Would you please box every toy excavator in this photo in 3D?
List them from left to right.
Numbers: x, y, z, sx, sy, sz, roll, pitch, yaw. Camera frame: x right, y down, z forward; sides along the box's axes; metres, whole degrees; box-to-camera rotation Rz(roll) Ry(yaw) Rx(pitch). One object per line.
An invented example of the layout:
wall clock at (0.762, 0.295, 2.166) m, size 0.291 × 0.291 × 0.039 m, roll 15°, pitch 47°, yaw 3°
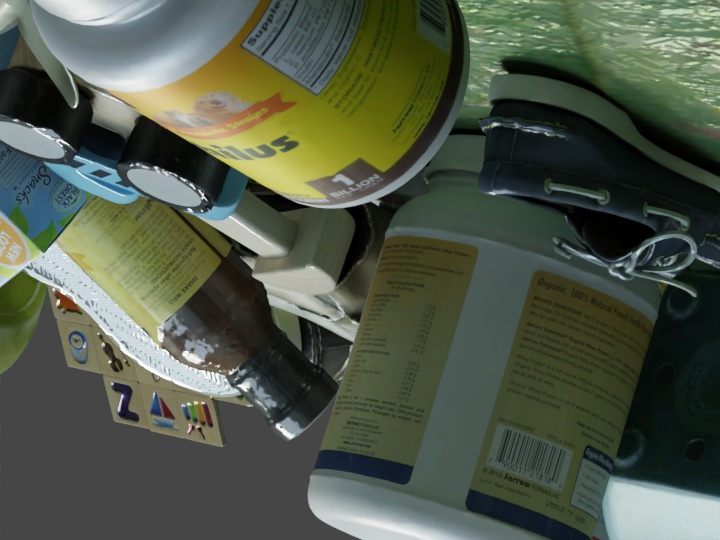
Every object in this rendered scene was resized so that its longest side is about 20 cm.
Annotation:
toy excavator at (-0.083, -0.061, 1.403) m, size 0.193 × 0.100 × 0.200 m, roll 21°, pitch 164°, yaw -6°

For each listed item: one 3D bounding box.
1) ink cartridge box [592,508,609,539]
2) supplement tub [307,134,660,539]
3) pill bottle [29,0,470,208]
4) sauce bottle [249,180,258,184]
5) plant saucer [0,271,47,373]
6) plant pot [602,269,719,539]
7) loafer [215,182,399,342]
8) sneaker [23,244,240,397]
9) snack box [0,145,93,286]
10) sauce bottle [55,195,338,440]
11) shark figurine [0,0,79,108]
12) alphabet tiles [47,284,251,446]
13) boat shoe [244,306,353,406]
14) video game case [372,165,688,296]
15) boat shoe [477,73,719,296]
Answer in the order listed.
ink cartridge box at (0.126, 0.113, 1.654) m, size 0.066 × 0.201 × 0.116 m, roll 7°, pitch 166°, yaw 43°
supplement tub at (0.067, 0.046, 1.505) m, size 0.144 × 0.201 × 0.144 m, roll 17°, pitch 171°, yaw 3°
pill bottle at (-0.050, -0.103, 1.135) m, size 0.109 × 0.110 × 0.200 m, roll 11°, pitch 169°, yaw 36°
sauce bottle at (-0.085, -0.028, 1.664) m, size 0.066 × 0.066 × 0.199 m, roll 9°, pitch -177°, yaw 43°
plant saucer at (-0.232, -0.038, 1.706) m, size 0.031 × 0.201 × 0.200 m, roll -21°, pitch 154°, yaw 21°
plant pot at (0.237, 0.098, 1.562) m, size 0.195 × 0.197 × 0.200 m, roll 9°, pitch 161°, yaw 44°
loafer at (0.000, 0.000, 1.591) m, size 0.199 × 0.076 × 0.070 m, roll 12°, pitch 173°, yaw -16°
sneaker at (-0.130, -0.020, 1.741) m, size 0.200 × 0.116 × 0.074 m, roll 38°, pitch 121°, yaw -20°
snack box at (-0.239, -0.071, 1.464) m, size 0.200 × 0.068 × 0.169 m, roll 43°, pitch 148°, yaw -10°
sauce bottle at (-0.093, 0.004, 1.530) m, size 0.200 × 0.065 × 0.065 m, roll 47°, pitch 165°, yaw -9°
shark figurine at (-0.161, -0.135, 1.282) m, size 0.214 × 0.089 × 0.128 m, roll -8°, pitch 120°, yaw 52°
alphabet tiles at (-0.136, 0.009, 1.825) m, size 0.166 × 0.201 × 0.006 m, roll 9°, pitch -151°, yaw 43°
boat shoe at (-0.039, 0.043, 1.806) m, size 0.060 × 0.072 × 0.201 m, roll -6°, pitch 180°, yaw -12°
video game case at (0.090, -0.012, 1.683) m, size 0.181 × 0.023 × 0.200 m, roll 17°, pitch 170°, yaw 5°
boat shoe at (0.121, -0.030, 1.388) m, size 0.075 × 0.062 × 0.200 m, roll 8°, pitch 168°, yaw 36°
